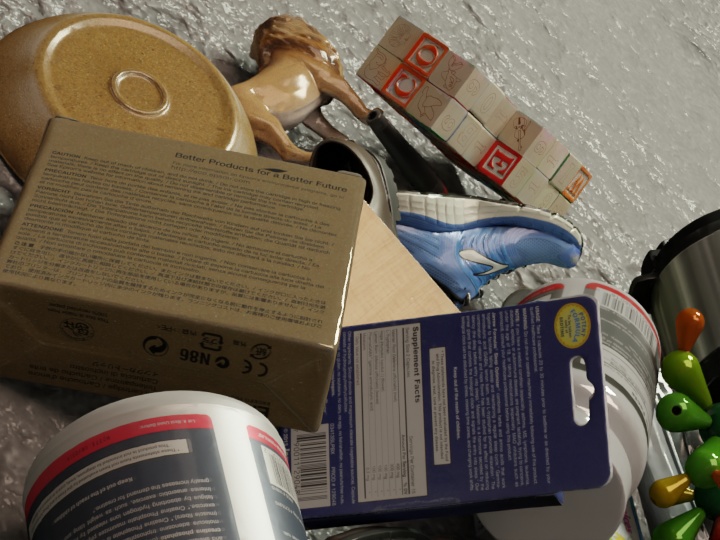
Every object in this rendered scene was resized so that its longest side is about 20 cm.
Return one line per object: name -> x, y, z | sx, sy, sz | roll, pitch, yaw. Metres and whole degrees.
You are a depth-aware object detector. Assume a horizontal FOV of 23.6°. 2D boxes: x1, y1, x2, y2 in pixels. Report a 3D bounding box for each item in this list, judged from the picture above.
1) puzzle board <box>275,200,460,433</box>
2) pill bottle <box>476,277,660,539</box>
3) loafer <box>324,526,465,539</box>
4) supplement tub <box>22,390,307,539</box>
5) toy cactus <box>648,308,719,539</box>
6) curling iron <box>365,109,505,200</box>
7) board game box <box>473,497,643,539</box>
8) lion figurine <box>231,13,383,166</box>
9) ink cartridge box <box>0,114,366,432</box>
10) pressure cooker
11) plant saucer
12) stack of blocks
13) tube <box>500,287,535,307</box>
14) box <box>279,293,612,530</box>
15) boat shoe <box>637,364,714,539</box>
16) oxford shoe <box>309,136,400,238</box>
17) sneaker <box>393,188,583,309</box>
puzzle board -> -0.033, 0.048, 1.095 | 0.200, 0.017, 0.151 | -39, 88, -30
pill bottle -> 0.134, 0.095, 1.125 | 0.114, 0.114, 0.200 | 41, 28, -7
loafer -> 0.036, 0.192, 1.060 | 0.200, 0.063, 0.072 | 11, 85, -40
supplement tub -> -0.086, 0.174, 0.850 | 0.140, 0.140, 0.200 | 17, 41, -37
toy cactus -> 0.268, 0.109, 1.162 | 0.165, 0.102, 0.200 | 22, 80, -36
curling iron -> 0.062, -0.070, 1.342 | 0.200, 0.050, 0.026 | 38, -1, -42
board game box -> 0.132, 0.133, 1.230 | 0.134, 0.034, 0.200 | 29, 30, -24
lion figurine -> -0.064, -0.123, 1.283 | 0.122, 0.072, 0.200 | 43, 34, 4
ink cartridge box -> -0.106, 0.000, 1.013 | 0.200, 0.075, 0.165 | 11, 39, 0
pressure cooker -> 0.335, 0.040, 1.441 | 0.176, 0.179, 0.200 | 32, 35, -35
plant saucer -> -0.155, -0.110, 1.158 | 0.200, 0.035, 0.200 | 18, 46, -19
stack of blocks -> 0.093, -0.113, 1.361 | 0.115, 0.059, 0.200 | 38, 2, 32
tube -> 0.180, 0.048, 1.389 | 0.200, 0.052, 0.058 | 8, 90, -56
box -> 0.049, 0.085, 1.023 | 0.032, 0.200, 0.121 | 48, 38, -62
boat shoe -> 0.238, 0.153, 1.228 | 0.071, 0.072, 0.200 | -13, 68, -8
oxford shoe -> 0.000, 0.000, 1.183 | 0.084, 0.073, 0.200 | 35, 33, -65
sneaker -> 0.079, -0.013, 1.308 | 0.200, 0.089, 0.079 | 4, 5, -27
